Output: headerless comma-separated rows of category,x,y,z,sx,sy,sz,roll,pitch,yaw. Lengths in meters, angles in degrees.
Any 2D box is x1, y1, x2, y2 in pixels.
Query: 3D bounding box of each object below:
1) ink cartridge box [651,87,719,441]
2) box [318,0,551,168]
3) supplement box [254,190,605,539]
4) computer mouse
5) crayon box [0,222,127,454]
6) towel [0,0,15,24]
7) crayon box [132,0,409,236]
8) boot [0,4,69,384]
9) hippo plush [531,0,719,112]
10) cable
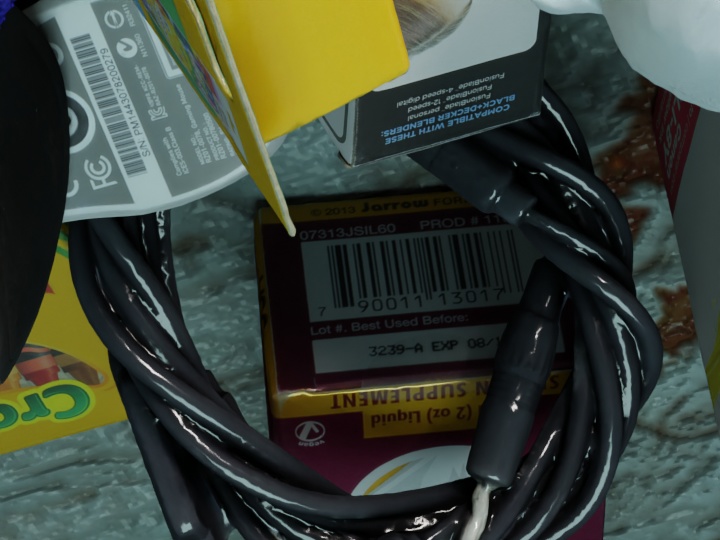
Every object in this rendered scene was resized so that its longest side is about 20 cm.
ink cartridge box,0.175,0.000,0.873,0.145,0.200,0.084,2,136,-9
box,0.004,-0.140,0.762,0.060,0.117,0.200,-16,138,-19
supplement box,0.025,0.072,1.012,0.110,0.086,0.200,-5,137,-2
computer mouse,-0.110,-0.040,0.838,0.199,0.044,0.110,-13,115,15
crayon box,-0.144,0.003,0.945,0.127,0.051,0.200,-17,136,10
towel,-0.077,-0.159,0.604,0.147,0.200,0.050,35,167,5
crayon box,-0.050,-0.118,0.720,0.051,0.200,0.126,-27,136,-8
boot,-0.186,-0.051,0.781,0.199,0.069,0.189,3,137,16
hippo plush,0.131,-0.108,0.702,0.159,0.200,0.161,21,114,14
cable,0.000,0.000,0.885,0.163,0.051,0.201,-19,92,-2
